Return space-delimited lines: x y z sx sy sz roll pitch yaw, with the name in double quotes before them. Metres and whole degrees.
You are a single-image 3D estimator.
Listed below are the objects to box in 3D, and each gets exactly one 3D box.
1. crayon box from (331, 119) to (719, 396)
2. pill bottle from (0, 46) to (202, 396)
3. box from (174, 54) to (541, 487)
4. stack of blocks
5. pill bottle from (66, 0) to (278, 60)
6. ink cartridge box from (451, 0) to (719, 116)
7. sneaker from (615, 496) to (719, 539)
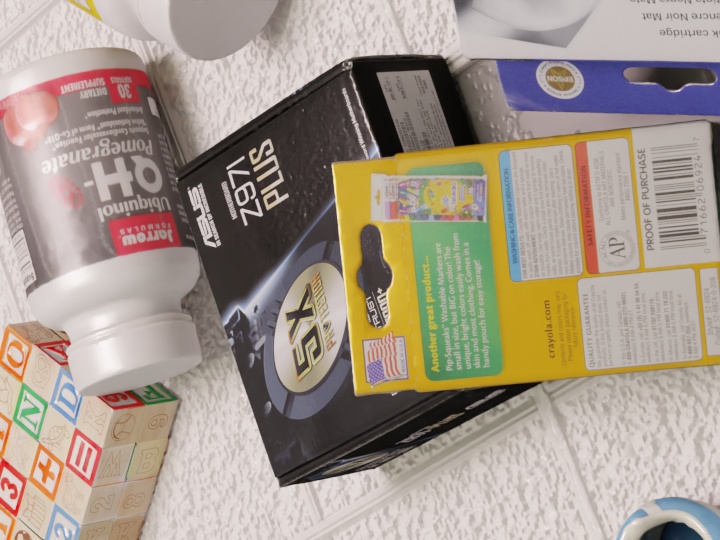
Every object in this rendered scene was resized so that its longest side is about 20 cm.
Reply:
"crayon box" 0.091 -0.006 1.440 0.199 0.052 0.127 -6 91 7
"pill bottle" -0.163 -0.028 1.708 0.110 0.110 0.201 -25 77 42
"box" 0.000 0.000 1.573 0.163 0.086 0.201 -29 75 42
"stack of blocks" -0.200 0.146 1.797 0.115 0.058 0.201 34 117 36
"pill bottle" -0.145 -0.208 1.669 0.200 0.114 0.115 32 115 36
"ink cartridge box" 0.138 -0.149 1.358 0.198 0.041 0.201 3 129 25
"sneaker" 0.206 0.195 1.409 0.200 0.072 0.072 45 121 29
